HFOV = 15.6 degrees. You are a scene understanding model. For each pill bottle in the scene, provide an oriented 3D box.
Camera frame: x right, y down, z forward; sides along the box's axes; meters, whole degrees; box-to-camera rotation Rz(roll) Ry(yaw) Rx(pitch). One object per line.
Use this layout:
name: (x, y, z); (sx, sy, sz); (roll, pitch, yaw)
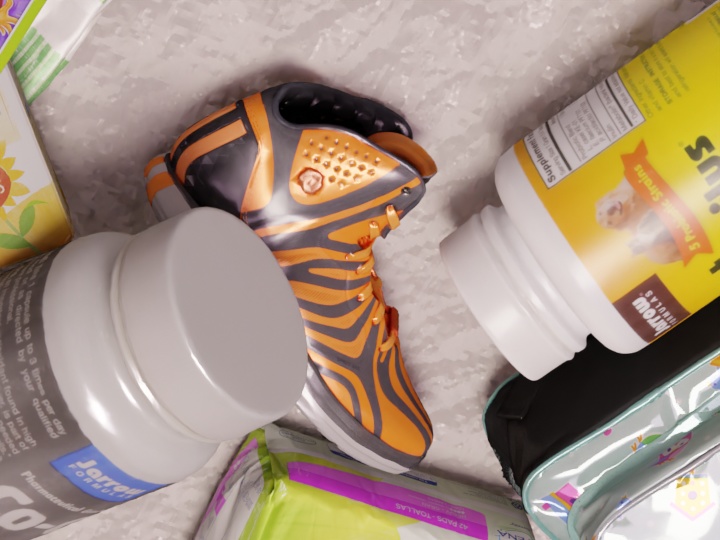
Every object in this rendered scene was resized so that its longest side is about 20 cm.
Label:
pill bottle: (-0.128, 0.051, 1.146); (0.199, 0.114, 0.114); (-23, 123, 30)
pill bottle: (0.137, -0.038, 1.183); (0.200, 0.109, 0.109); (-36, 118, 10)

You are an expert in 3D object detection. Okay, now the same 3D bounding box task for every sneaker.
sneaker: (0.000, 0.000, 1.198); (0.112, 0.078, 0.200); (-33, 119, 10)

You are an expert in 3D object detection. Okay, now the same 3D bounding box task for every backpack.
backpack: (0.181, 0.111, 1.252); (0.175, 0.154, 0.200); (-36, 125, 4)

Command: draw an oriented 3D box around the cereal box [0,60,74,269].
cereal box: (-0.220, -0.079, 1.111); (0.143, 0.040, 0.201); (-19, 117, -2)

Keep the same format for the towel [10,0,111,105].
towel: (-0.163, -0.152, 1.119); (0.152, 0.023, 0.200); (35, 108, -24)

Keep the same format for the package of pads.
package of pads: (-0.023, 0.184, 1.299); (0.154, 0.068, 0.201); (18, 113, -19)

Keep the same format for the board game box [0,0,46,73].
board game box: (-0.218, -0.130, 1.011); (0.199, 0.045, 0.135); (26, 102, -40)
